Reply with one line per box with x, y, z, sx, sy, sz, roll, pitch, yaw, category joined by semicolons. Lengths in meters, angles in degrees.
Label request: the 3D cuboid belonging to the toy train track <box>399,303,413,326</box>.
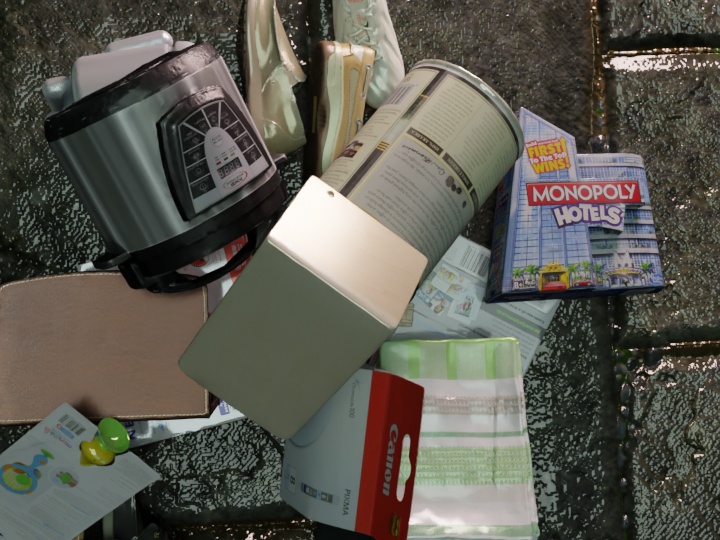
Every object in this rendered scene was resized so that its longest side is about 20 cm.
0.000;0.000;1.026;0.114;0.033;0.201;2;79;18;toy train track

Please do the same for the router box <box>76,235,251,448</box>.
-0.186;0.070;1.025;0.179;0.049;0.201;-15;91;-5;router box

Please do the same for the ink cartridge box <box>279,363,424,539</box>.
-0.014;0.170;0.935;0.047;0.200;0.161;6;93;-27;ink cartridge box

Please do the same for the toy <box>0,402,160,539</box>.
-0.292;0.197;0.923;0.200;0.047;0.115;-35;114;27;toy

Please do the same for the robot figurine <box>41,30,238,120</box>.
-0.220;-0.171;0.992;0.199;0.113;0.170;-9;71;-4;robot figurine

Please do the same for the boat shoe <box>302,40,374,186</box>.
-0.016;-0.137;1.017;0.076;0.072;0.201;0;110;-19;boat shoe

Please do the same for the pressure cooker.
-0.164;-0.086;0.875;0.175;0.179;0.201;-21;108;12;pressure cooker

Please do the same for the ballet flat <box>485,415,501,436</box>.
0.086;0.206;1.021;0.070;0.067;0.200;40;118;17;ballet flat

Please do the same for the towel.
0.092;0.163;0.934;0.148;0.031;0.201;0;73;-6;towel

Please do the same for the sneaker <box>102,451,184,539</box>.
-0.210;0.279;1.012;0.106;0.075;0.201;-4;104;-9;sneaker

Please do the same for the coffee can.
0.049;-0.087;0.960;0.146;0.146;0.200;40;73;-3;coffee can

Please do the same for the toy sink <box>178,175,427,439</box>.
-0.054;0.036;0.870;0.130;0.112;0.200;35;131;-5;toy sink

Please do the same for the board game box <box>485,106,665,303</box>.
0.223;-0.072;1.033;0.199;0.062;0.201;-3;78;-11;board game box

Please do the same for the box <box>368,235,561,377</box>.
0.109;0.075;1.053;0.155;0.041;0.201;26;87;-4;box

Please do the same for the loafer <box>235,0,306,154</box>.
-0.093;-0.212;1.024;0.068;0.076;0.201;-2;87;-15;loafer

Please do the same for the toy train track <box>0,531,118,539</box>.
-0.316;0.284;0.987;0.199;0.032;0.115;-6;82;28;toy train track

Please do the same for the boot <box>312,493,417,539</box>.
0.010;0.237;1.005;0.162;0.073;0.199;-41;68;34;boot

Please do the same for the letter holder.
-0.244;0.073;0.947;0.199;0.101;0.143;-2;88;-4;letter holder

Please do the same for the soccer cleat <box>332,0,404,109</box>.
0.001;-0.272;1.028;0.069;0.078;0.201;-14;91;-4;soccer cleat
